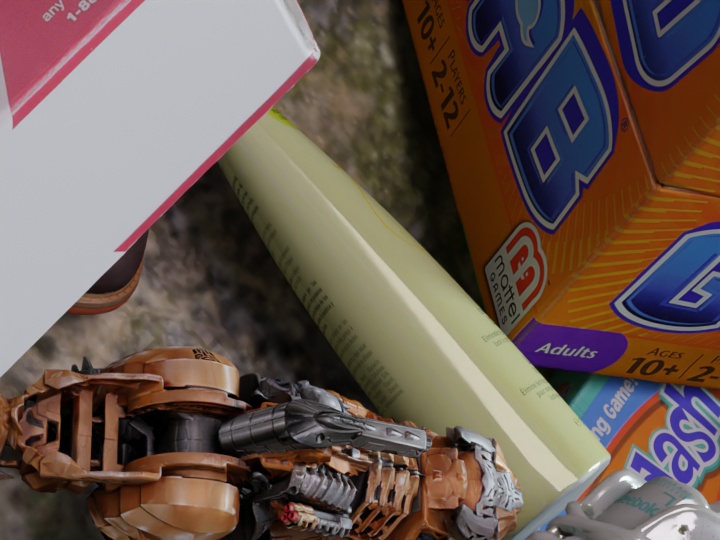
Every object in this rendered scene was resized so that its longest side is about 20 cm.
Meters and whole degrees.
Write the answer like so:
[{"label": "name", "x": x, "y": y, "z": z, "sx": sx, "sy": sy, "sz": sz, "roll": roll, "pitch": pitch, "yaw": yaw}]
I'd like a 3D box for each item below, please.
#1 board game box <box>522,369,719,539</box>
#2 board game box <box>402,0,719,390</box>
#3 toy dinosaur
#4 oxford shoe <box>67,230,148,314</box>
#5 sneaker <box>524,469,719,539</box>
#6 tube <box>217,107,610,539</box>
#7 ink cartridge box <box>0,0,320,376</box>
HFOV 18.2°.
[{"label": "board game box", "x": 0.121, "y": 0.134, "z": 0.783, "sx": 0.200, "sy": 0.045, "sz": 0.152, "roll": 44, "pitch": 54, "yaw": -7}, {"label": "board game box", "x": 0.156, "y": -0.093, "z": 0.777, "sx": 0.199, "sy": 0.200, "sz": 0.200, "roll": 8, "pitch": 51, "yaw": -29}, {"label": "toy dinosaur", "x": -0.055, "y": 0.054, "z": 0.654, "sx": 0.200, "sy": 0.136, "sz": 0.102, "roll": 31, "pitch": 58, "yaw": -17}, {"label": "oxford shoe", "x": -0.099, "y": -0.086, "z": 0.724, "sx": 0.071, "sy": 0.073, "sz": 0.201, "roll": -3, "pitch": 72, "yaw": -32}, {"label": "sneaker", "x": 0.063, "y": 0.099, "z": 0.658, "sx": 0.200, "sy": 0.070, "sz": 0.081, "roll": -8, "pitch": 116, "yaw": -34}, {"label": "tube", "x": 0.000, "y": 0.000, "z": 0.728, "sx": 0.052, "sy": 0.058, "sz": 0.200, "roll": -29, "pitch": 74, "yaw": -43}, {"label": "ink cartridge box", "x": -0.134, "y": -0.082, "z": 0.611, "sx": 0.145, "sy": 0.084, "sz": 0.200, "roll": -45, "pitch": 62, "yaw": -7}]
